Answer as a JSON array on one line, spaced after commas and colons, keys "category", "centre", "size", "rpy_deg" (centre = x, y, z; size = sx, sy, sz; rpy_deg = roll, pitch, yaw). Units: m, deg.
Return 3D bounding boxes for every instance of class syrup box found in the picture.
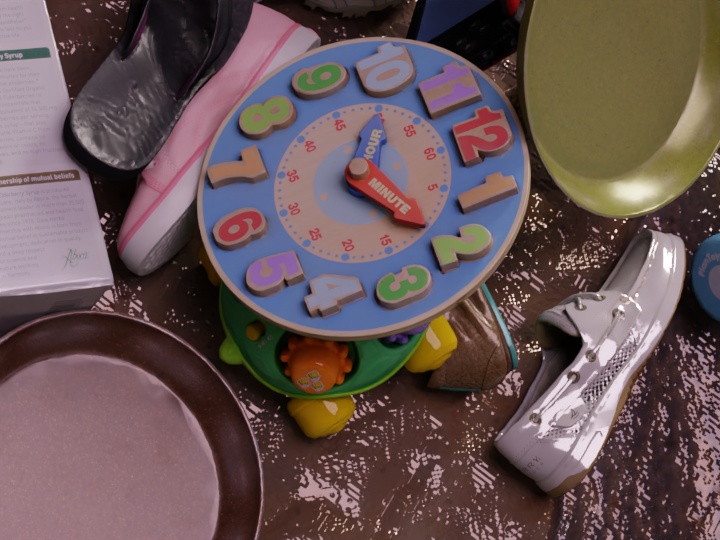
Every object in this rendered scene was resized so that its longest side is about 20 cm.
[{"category": "syrup box", "centre": [-0.214, -0.067, 1.617], "size": [0.081, 0.079, 0.201], "rpy_deg": [-6, 72, -27]}]

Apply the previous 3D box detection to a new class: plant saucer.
[{"category": "plant saucer", "centre": [-0.153, 0.123, 1.587], "size": [0.199, 0.034, 0.202], "rpy_deg": [8, 71, -22]}, {"category": "plant saucer", "centre": [0.158, -0.133, 1.635], "size": [0.199, 0.031, 0.201], "rpy_deg": [-12, 109, -40]}]

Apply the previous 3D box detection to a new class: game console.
[{"category": "game console", "centre": [0.065, -0.226, 1.680], "size": [0.119, 0.172, 0.201], "rpy_deg": [41, 42, -24]}]

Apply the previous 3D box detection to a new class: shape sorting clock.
[{"category": "shape sorting clock", "centre": [0.001, -0.051, 1.594], "size": [0.199, 0.039, 0.201], "rpy_deg": [-4, 60, 7]}]

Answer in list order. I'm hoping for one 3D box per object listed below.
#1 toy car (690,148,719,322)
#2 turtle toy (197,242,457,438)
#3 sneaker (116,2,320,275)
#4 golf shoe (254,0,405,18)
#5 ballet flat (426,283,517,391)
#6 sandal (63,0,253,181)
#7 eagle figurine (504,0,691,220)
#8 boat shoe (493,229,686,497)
[{"category": "toy car", "centre": [0.296, -0.094, 1.796], "size": [0.184, 0.177, 0.201], "rpy_deg": [-20, 83, -39]}, {"category": "turtle toy", "centre": [0.000, 0.000, 1.647], "size": [0.199, 0.101, 0.146], "rpy_deg": [-32, 83, -6]}, {"category": "sneaker", "centre": [-0.117, -0.094, 1.681], "size": [0.104, 0.075, 0.201], "rpy_deg": [32, 64, 4]}, {"category": "golf shoe", "centre": [-0.021, -0.214, 1.757], "size": [0.199, 0.097, 0.079], "rpy_deg": [-9, 72, -28]}, {"category": "ballet flat", "centre": [0.036, -0.015, 1.727], "size": [0.072, 0.068, 0.201], "rpy_deg": [-17, 80, -9]}, {"category": "sandal", "centre": [-0.110, -0.138, 1.628], "size": [0.075, 0.048, 0.201], "rpy_deg": [29, 55, -10]}, {"category": "eagle figurine", "centre": [0.147, -0.130, 1.746], "size": [0.199, 0.150, 0.153], "rpy_deg": [13, 68, -44]}, {"category": "boat shoe", "centre": [0.145, 0.045, 1.739], "size": [0.069, 0.071, 0.201], "rpy_deg": [34, 60, -10]}]
